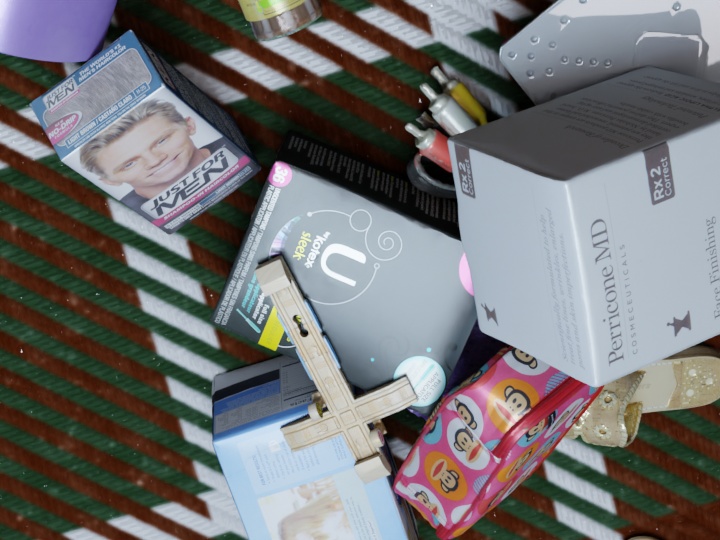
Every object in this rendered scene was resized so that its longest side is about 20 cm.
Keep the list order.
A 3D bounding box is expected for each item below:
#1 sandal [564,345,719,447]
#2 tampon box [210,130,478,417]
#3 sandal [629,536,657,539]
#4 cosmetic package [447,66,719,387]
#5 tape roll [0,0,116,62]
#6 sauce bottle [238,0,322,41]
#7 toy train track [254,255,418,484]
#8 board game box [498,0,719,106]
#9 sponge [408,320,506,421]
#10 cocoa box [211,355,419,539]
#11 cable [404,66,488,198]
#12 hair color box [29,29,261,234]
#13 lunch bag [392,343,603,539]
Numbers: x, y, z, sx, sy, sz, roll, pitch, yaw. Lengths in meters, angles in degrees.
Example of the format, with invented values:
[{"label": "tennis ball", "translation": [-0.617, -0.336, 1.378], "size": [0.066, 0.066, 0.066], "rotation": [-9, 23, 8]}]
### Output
[{"label": "sandal", "translation": [0.226, 0.117, 1.741], "size": [0.209, 0.070, 0.078], "rotation": [-11, 119, -9]}, {"label": "tampon box", "translation": [0.000, 0.000, 1.650], "size": [0.198, 0.126, 0.151], "rotation": [22, 106, -3]}, {"label": "sandal", "translation": [0.281, 0.349, 1.837], "size": [0.077, 0.070, 0.214], "rotation": [-12, 110, -1]}, {"label": "cosmetic package", "translation": [0.198, -0.039, 1.524], "size": [0.199, 0.165, 0.166], "rotation": [-22, 113, -24]}, {"label": "tape roll", "translation": [-0.277, -0.233, 1.519], "size": [0.198, 0.200, 0.086], "rotation": [17, 109, -11]}, {"label": "sauce bottle", "translation": [-0.092, -0.281, 1.590], "size": [0.064, 0.065, 0.201], "rotation": [-23, 111, 4]}, {"label": "toy train track", "translation": [-0.030, 0.084, 1.594], "size": [0.114, 0.033, 0.201], "rotation": [-23, 106, 14]}, {"label": "board game box", "translation": [0.243, -0.165, 1.617], "size": [0.199, 0.026, 0.200], "rotation": [-38, 108, 11]}, {"label": "sponge", "translation": [0.111, 0.048, 1.744], "size": [0.111, 0.030, 0.201], "rotation": [30, 106, -13]}, {"label": "cocoa box", "translation": [-0.036, 0.184, 1.724], "size": [0.132, 0.131, 0.202], "rotation": [-18, 110, 3]}, {"label": "cable", "translation": [0.117, -0.078, 1.673], "size": [0.199, 0.098, 0.050], "rotation": [34, 148, -11]}, {"label": "hair color box", "translation": [-0.164, -0.103, 1.583], "size": [0.100, 0.200, 0.061], "rotation": [-35, 66, 7]}, {"label": "lunch bag", "translation": [0.125, 0.117, 1.648], "size": [0.082, 0.176, 0.201], "rotation": [45, 141, 12]}]
